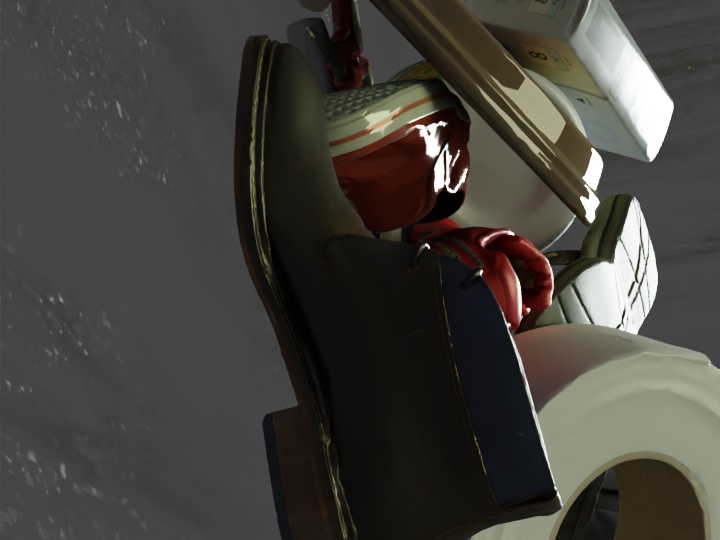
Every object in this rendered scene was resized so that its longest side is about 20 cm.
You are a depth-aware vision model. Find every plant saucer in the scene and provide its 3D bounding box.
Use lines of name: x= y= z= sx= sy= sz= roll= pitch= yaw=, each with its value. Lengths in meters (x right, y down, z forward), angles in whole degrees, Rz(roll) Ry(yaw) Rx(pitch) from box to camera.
plant saucer: x=0.044 y=-0.100 z=0.845 sx=0.200 sy=0.029 sz=0.200 roll=46 pitch=5 yaw=-5

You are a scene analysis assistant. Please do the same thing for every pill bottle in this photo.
pill bottle: x=0.058 y=-0.070 z=1.102 sx=0.200 sy=0.110 sz=0.112 roll=-141 pitch=-141 yaw=-77

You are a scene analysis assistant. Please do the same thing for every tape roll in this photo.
tape roll: x=0.108 y=0.130 z=0.895 sx=0.071 sy=0.201 sz=0.205 roll=16 pitch=-57 yaw=56

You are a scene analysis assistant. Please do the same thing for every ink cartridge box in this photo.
ink cartridge box: x=0.079 y=-0.140 z=1.145 sx=0.160 sy=0.198 sz=0.048 roll=40 pitch=70 yaw=-55

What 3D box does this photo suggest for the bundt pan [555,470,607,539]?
bundt pan: x=0.090 y=0.132 z=1.046 sx=0.202 sy=0.075 sz=0.204 roll=20 pitch=90 yaw=-83

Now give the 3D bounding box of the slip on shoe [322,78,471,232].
slip on shoe: x=0.011 y=-0.048 z=0.808 sx=0.200 sy=0.073 sz=0.062 roll=-2 pitch=85 yaw=-76

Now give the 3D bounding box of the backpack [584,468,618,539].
backpack: x=0.154 y=0.202 z=1.238 sx=0.178 sy=0.197 sz=0.152 roll=-93 pitch=-169 yaw=-57

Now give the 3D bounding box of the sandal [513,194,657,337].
sandal: x=0.115 y=0.020 z=0.997 sx=0.201 sy=0.057 sz=0.081 roll=-46 pitch=127 yaw=-61

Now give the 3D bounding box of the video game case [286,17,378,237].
video game case: x=0.000 y=0.000 z=0.941 sx=0.182 sy=0.022 sz=0.202 roll=62 pitch=18 yaw=-71

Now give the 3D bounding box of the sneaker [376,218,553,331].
sneaker: x=0.053 y=0.010 z=0.907 sx=0.200 sy=0.084 sz=0.078 roll=-60 pitch=140 yaw=-81

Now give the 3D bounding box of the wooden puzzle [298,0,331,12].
wooden puzzle: x=-0.003 y=-0.258 z=0.918 sx=0.201 sy=0.046 sz=0.187 roll=109 pitch=-4 yaw=-61

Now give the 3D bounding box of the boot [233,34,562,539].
boot: x=0.010 y=0.006 z=0.658 sx=0.075 sy=0.096 sz=0.202 roll=56 pitch=25 yaw=-76

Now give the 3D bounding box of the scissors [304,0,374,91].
scissors: x=-0.007 y=-0.091 z=0.858 sx=0.200 sy=0.014 sz=0.074 roll=-79 pitch=161 yaw=-76
